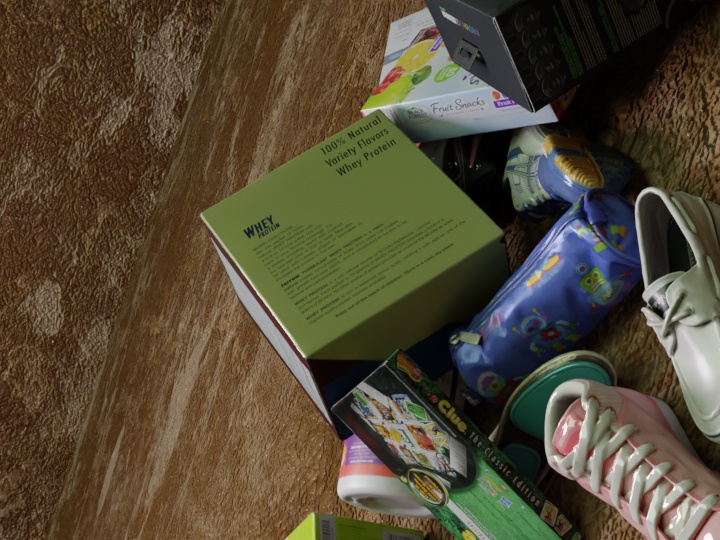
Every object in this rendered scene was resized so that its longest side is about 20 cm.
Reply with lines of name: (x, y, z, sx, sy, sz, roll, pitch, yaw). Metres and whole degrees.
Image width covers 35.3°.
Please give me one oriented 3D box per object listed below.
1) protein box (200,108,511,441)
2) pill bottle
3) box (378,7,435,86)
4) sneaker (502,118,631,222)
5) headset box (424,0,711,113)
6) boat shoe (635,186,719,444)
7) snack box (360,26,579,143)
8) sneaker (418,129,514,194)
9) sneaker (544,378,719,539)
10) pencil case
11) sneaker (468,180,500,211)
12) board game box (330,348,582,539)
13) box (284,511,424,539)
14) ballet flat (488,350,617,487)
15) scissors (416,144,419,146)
protein box: (0.000, 0.000, 1.013, 0.200, 0.198, 0.135, 49, 165, 37)
pill bottle: (0.047, 0.125, 1.074, 0.111, 0.111, 0.201, -32, 44, 59)
box: (0.082, -0.214, 1.311, 0.156, 0.041, 0.201, -10, 64, 49)
sneaker: (0.176, -0.076, 0.989, 0.200, 0.075, 0.089, -105, 30, -70)
headset box: (0.162, -0.234, 0.943, 0.200, 0.093, 0.174, -33, 31, -4)
boat shoe: (0.225, 0.024, 0.770, 0.072, 0.065, 0.201, -46, 32, 49)
snack box: (0.116, -0.186, 1.059, 0.199, 0.053, 0.142, -3, 42, 40)
sneaker: (0.129, -0.135, 1.128, 0.081, 0.086, 0.200, 76, -146, -46)
sneaker: (0.181, 0.138, 0.736, 0.076, 0.104, 0.200, -62, 24, 19)
pencil case: (0.149, 0.024, 0.908, 0.200, 0.087, 0.078, -49, 37, 32)
sneaker: (0.097, -0.080, 1.205, 0.079, 0.075, 0.200, -38, 18, 3)
board game box: (0.072, 0.157, 0.893, 0.023, 0.200, 0.105, -44, -1, -42)
box: (-0.034, 0.307, 1.115, 0.200, 0.121, 0.048, -51, 33, 44)
ballet flat: (0.141, 0.124, 0.915, 0.200, 0.069, 0.070, -59, 24, 34)
scissors: (0.040, -0.112, 1.239, 0.200, 0.014, 0.073, -50, 39, 5)
